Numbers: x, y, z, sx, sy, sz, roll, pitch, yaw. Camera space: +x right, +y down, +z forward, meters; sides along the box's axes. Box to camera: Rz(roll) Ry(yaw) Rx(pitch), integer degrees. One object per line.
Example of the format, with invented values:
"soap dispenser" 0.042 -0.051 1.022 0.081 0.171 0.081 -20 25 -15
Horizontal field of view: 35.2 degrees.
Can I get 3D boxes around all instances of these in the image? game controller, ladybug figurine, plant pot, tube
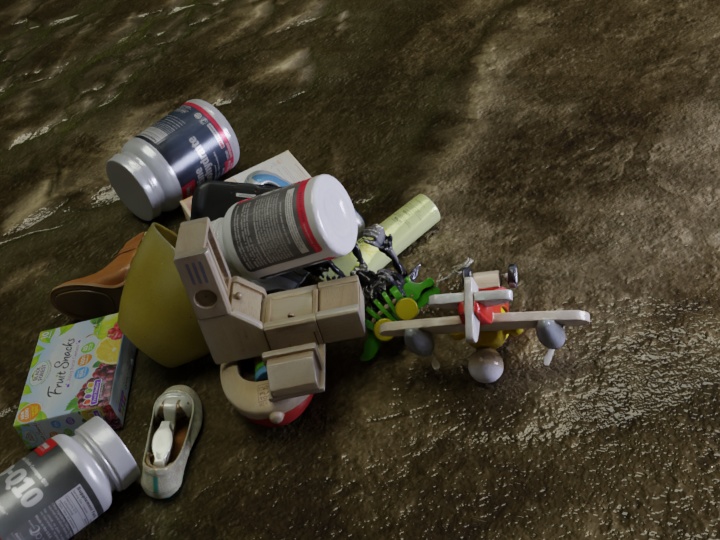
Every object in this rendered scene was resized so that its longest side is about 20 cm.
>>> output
"game controller" -0.162 -0.073 1.630 0.199 0.042 0.105 8 85 27
"ladybug figurine" -0.113 0.136 1.487 0.135 0.072 0.200 -13 35 6
"plant pot" -0.257 0.051 1.590 0.142 0.200 0.200 -50 40 1
"tube" 0.030 -0.036 1.673 0.200 0.052 0.058 -38 11 -15

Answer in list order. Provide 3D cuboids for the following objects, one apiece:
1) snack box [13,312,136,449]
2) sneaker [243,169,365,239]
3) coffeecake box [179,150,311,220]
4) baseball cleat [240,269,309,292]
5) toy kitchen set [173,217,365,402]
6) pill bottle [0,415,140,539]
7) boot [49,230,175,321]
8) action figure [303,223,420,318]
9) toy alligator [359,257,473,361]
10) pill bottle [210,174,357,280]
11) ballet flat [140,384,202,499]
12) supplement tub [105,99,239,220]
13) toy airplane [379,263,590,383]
"snack box" -0.398 0.152 1.611 0.142 0.053 0.200 -15 36 8
"sneaker" -0.085 -0.086 1.706 0.199 0.072 0.073 22 31 -15
"coffeecake box" -0.167 -0.093 1.812 0.199 0.073 0.154 -26 38 -11
"baseball cleat" -0.168 -0.035 1.681 0.200 0.070 0.107 34 89 19
"toy kitchen set" -0.109 0.040 1.397 0.199 0.181 0.163 -11 37 7
"pill bottle" -0.378 0.274 1.388 0.200 0.114 0.114 -37 39 -23
"boot" -0.380 -0.002 1.783 0.199 0.077 0.156 -12 38 5
"action figure" 0.000 0.000 1.579 0.200 0.102 0.119 29 75 32
"toy alligator" 0.060 0.037 1.508 0.200 0.054 0.059 -44 -4 3
"pill bottle" -0.114 -0.050 1.515 0.199 0.111 0.111 -16 33 27
"ballet flat" -0.241 0.204 1.461 0.067 0.063 0.200 -1 38 -1
"supplement tub" -0.321 -0.190 1.953 0.200 0.141 0.140 -40 41 -27
"toy airplane" 0.151 0.071 1.397 0.198 0.142 0.200 -7 5 -30
